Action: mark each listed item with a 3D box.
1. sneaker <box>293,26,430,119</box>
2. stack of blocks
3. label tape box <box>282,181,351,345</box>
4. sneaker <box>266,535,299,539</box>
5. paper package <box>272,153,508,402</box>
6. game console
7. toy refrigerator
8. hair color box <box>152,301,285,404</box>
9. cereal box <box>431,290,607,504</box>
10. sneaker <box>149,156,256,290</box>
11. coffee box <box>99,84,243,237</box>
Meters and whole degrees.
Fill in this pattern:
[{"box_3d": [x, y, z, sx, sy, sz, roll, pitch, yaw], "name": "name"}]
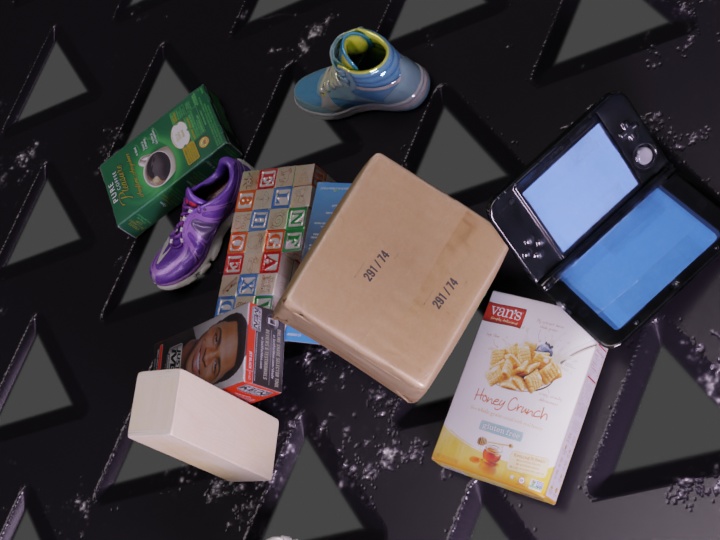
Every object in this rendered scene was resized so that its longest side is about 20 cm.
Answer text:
[{"box_3d": [-0.023, -0.254, 1.633, 0.197, 0.130, 0.081, -3, 68, 31], "name": "sneaker"}, {"box_3d": [-0.104, -0.026, 1.626, 0.114, 0.058, 0.203, -3, 67, 31], "name": "stack of blocks"}, {"box_3d": [0.000, 0.000, 1.544, 0.142, 0.063, 0.203, 4, 75, 34], "name": "label tape box"}, {"box_3d": [-0.060, 0.325, 1.384, 0.197, 0.082, 0.077, -12, 34, -6], "name": "sneaker"}, {"box_3d": [0.036, 0.010, 1.417, 0.189, 0.104, 0.202, 32, 75, -1], "name": "paper package"}, {"box_3d": [0.263, -0.056, 1.352, 0.200, 0.177, 0.116, -41, 22, -6], "name": "game console"}, {"box_3d": [-0.178, 0.181, 1.489, 0.069, 0.200, 0.077, -6, 66, 29], "name": "toy refrigerator"}, {"box_3d": [-0.176, 0.117, 1.570, 0.199, 0.061, 0.103, -24, 56, 42], "name": "hair color box"}, {"box_3d": [0.174, 0.131, 1.389, 0.142, 0.039, 0.203, 12, 76, 35], "name": "cereal box"}, {"box_3d": [-0.218, -0.068, 1.702, 0.080, 0.083, 0.201, 38, 92, 38], "name": "sneaker"}, {"box_3d": [-0.264, -0.151, 1.795, 0.199, 0.044, 0.124, -36, 54, 13], "name": "coffee box"}]
